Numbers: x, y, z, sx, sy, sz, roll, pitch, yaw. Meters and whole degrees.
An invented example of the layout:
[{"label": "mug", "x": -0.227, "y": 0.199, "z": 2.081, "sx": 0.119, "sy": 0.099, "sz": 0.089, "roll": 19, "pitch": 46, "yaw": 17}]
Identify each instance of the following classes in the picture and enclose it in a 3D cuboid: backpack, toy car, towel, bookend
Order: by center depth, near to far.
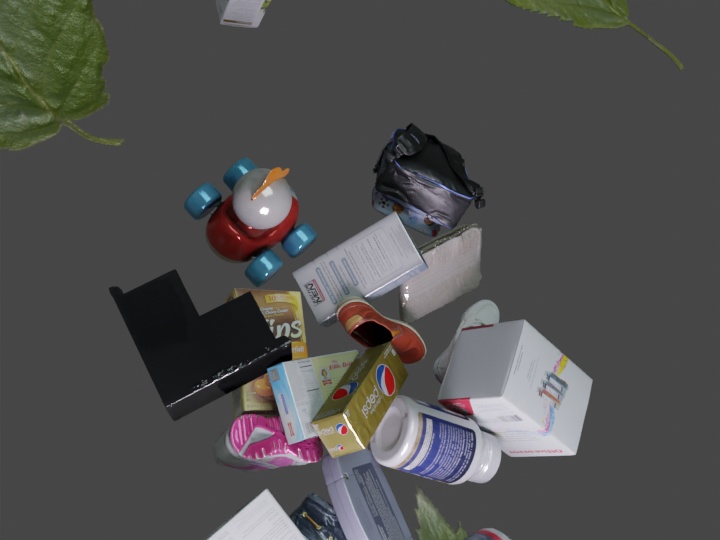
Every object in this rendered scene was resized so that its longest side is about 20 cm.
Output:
[{"label": "bookend", "x": -0.233, "y": 0.081, "z": 1.364, "sx": 0.198, "sy": 0.092, "sz": 0.201, "roll": -27, "pitch": 73, "yaw": -13}, {"label": "toy car", "x": -0.152, "y": -0.112, "z": 1.488, "sx": 0.185, "sy": 0.200, "sz": 0.177, "roll": 48, "pitch": 54, "yaw": 3}, {"label": "towel", "x": 0.143, "y": 0.004, "z": 1.630, "sx": 0.199, "sy": 0.133, "sz": 0.034, "roll": -27, "pitch": 37, "yaw": -34}, {"label": "backpack", "x": 0.110, "y": -0.166, "z": 1.670, "sx": 0.199, "sy": 0.154, "sz": 0.191, "roll": 29, "pitch": 34, "yaw": -14}]

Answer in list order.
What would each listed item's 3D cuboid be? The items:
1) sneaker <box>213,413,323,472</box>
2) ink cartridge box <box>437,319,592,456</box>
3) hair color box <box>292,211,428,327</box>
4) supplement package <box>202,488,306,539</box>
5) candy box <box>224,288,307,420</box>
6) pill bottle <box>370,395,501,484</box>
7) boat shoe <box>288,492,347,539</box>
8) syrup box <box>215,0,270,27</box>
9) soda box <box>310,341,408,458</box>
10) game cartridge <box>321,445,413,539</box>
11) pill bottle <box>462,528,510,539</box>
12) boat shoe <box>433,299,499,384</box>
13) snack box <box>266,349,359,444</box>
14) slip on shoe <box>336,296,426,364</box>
[{"label": "sneaker", "x": -0.139, "y": 0.254, "z": 1.377, "sx": 0.199, "sy": 0.088, "sz": 0.082, "roll": 15, "pitch": 57, "yaw": -46}, {"label": "ink cartridge box", "x": 0.258, "y": 0.199, "z": 1.527, "sx": 0.200, "sy": 0.145, "sz": 0.145, "roll": 40, "pitch": 57, "yaw": -29}, {"label": "hair color box", "x": 0.000, "y": 0.000, "z": 1.523, "sx": 0.199, "sy": 0.061, "sz": 0.099, "roll": -30, "pitch": 77, "yaw": 6}, {"label": "supplement package", "x": -0.140, "y": 0.432, "z": 1.236, "sx": 0.151, "sy": 0.151, "sz": 0.200, "roll": -35, "pitch": 83, "yaw": -36}, {"label": "candy box", "x": -0.144, "y": 0.131, "z": 1.452, "sx": 0.115, "sy": 0.055, "sz": 0.202, "roll": 4, "pitch": 64, "yaw": -26}, {"label": "pill bottle", "x": 0.123, "y": 0.275, "z": 1.470, "sx": 0.199, "sy": 0.111, "sz": 0.112, "roll": 22, "pitch": 56, "yaw": -29}, {"label": "boat shoe", "x": -0.026, "y": 0.417, "z": 1.351, "sx": 0.200, "sy": 0.071, "sz": 0.091, "roll": 43, "pitch": 55, "yaw": 1}, {"label": "syrup box", "x": -0.199, "y": -0.538, "z": 1.690, "sx": 0.081, "sy": 0.200, "sz": 0.079, "roll": -1, "pitch": 65, "yaw": -26}, {"label": "soda box", "x": 0.003, "y": 0.193, "z": 1.406, "sx": 0.068, "sy": 0.064, "sz": 0.200, "roll": 59, "pitch": 33, "yaw": -14}, {"label": "game cartridge", "x": 0.013, "y": 0.361, "z": 1.386, "sx": 0.133, "sy": 0.041, "sz": 0.201, "roll": 1, "pitch": 60, "yaw": -58}, {"label": "pill bottle", "x": 0.142, "y": 0.477, "z": 1.376, "sx": 0.199, "sy": 0.120, "sz": 0.120, "roll": -19, "pitch": 74, "yaw": -33}, {"label": "boat shoe", "x": 0.200, "y": 0.120, "z": 1.627, "sx": 0.073, "sy": 0.065, "sz": 0.200, "roll": 37, "pitch": 54, "yaw": -4}, {"label": "snack box", "x": -0.054, "y": 0.189, "z": 1.422, "sx": 0.199, "sy": 0.037, "sz": 0.117, "roll": -2, "pitch": 72, "yaw": -56}, {"label": "slip on shoe", "x": 0.038, "y": 0.111, "z": 1.516, "sx": 0.200, "sy": 0.074, "sz": 0.061, "roll": 36, "pitch": 22, "yaw": -40}]
